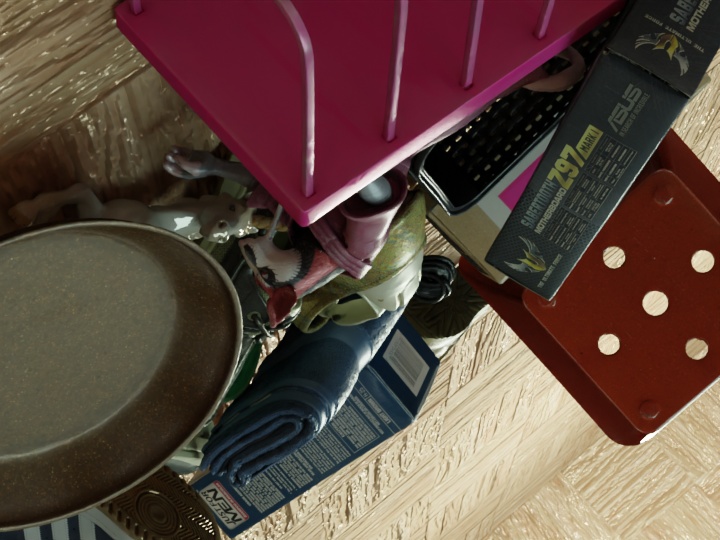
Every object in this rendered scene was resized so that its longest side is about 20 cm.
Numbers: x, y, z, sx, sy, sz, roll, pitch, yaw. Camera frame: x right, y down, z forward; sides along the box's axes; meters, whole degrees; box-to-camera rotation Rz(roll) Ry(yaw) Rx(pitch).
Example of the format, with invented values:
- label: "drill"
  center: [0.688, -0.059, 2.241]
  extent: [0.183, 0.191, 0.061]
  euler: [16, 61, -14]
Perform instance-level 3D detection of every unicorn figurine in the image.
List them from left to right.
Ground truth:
- label: "unicorn figurine"
  center: [-0.140, 0.003, 0.735]
  extent: [0.200, 0.074, 0.137]
  euler: [-34, 167, 27]

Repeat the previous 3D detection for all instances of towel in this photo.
- label: "towel"
  center: [-0.036, 0.068, 0.972]
  extent: [0.112, 0.049, 0.200]
  euler: [-36, -171, 33]

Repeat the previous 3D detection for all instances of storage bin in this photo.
- label: "storage bin"
  center: [0.087, -0.144, 0.822]
  extent: [0.200, 0.094, 0.135]
  euler: [-45, 161, 3]

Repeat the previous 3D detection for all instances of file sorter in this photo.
- label: "file sorter"
  center: [0.010, -0.149, 0.585]
  extent: [0.200, 0.139, 0.126]
  euler: [-36, 159, -21]

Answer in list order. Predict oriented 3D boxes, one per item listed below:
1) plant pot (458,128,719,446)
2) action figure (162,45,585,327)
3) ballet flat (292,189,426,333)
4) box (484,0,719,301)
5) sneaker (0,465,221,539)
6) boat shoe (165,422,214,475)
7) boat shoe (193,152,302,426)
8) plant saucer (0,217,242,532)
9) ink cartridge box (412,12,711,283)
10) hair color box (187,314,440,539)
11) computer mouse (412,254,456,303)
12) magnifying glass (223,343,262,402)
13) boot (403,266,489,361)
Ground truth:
- label: "plant pot"
  center: [0.206, 0.012, 0.994]
  extent: [0.200, 0.200, 0.176]
  euler: [-42, -178, 8]
- label: "action figure"
  center: [-0.001, -0.060, 0.704]
  extent: [0.149, 0.134, 0.201]
  euler: [22, 90, -37]
- label: "ballet flat"
  center: [0.000, 0.000, 0.846]
  extent: [0.071, 0.071, 0.200]
  euler: [-32, -177, -29]
- label: "box"
  center: [0.146, -0.095, 0.732]
  extent: [0.158, 0.051, 0.200]
  euler: [-56, 174, -31]
- label: "sneaker"
  center: [-0.191, 0.154, 0.826]
  extent: [0.200, 0.070, 0.109]
  euler: [29, 118, -25]
- label: "boat shoe"
  center: [-0.157, 0.100, 0.898]
  extent: [0.067, 0.072, 0.200]
  euler: [-16, 157, 10]
- label: "boat shoe"
  center: [-0.066, 0.009, 0.802]
  extent: [0.072, 0.066, 0.201]
  euler: [3, 111, -62]
- label: "plant saucer"
  center: [-0.156, 0.047, 0.673]
  extent: [0.200, 0.037, 0.201]
  euler: [-21, 137, -21]
- label: "ink cartridge box"
  center: [0.133, -0.091, 0.965]
  extent: [0.200, 0.075, 0.165]
  euler: [-43, -172, 3]
- label: "hair color box"
  center: [-0.037, 0.122, 1.075]
  extent: [0.200, 0.061, 0.100]
  euler: [-35, -171, 26]
- label: "computer mouse"
  center: [0.002, -0.040, 0.903]
  extent: [0.200, 0.109, 0.044]
  euler: [73, 29, -63]
- label: "magnifying glass"
  center: [-0.115, 0.070, 0.866]
  extent: [0.200, 0.022, 0.080]
  euler: [-43, 130, -55]
- label: "boot"
  center: [0.033, 0.093, 1.268]
  extent: [0.175, 0.066, 0.200]
  euler: [-16, 149, -53]
